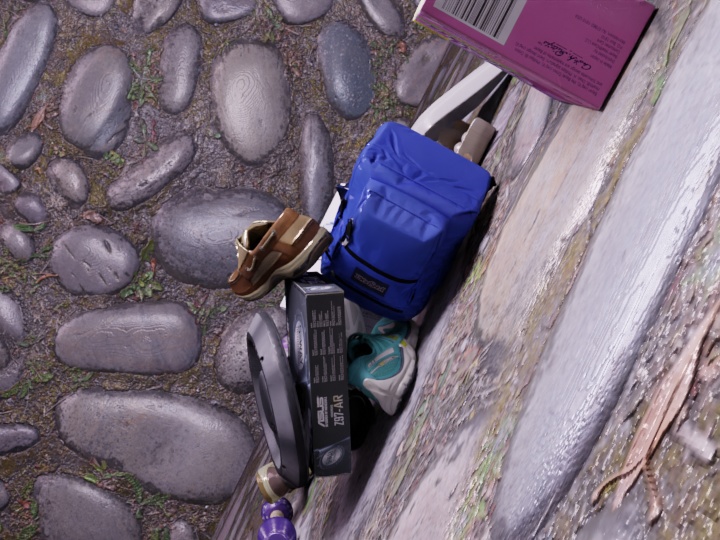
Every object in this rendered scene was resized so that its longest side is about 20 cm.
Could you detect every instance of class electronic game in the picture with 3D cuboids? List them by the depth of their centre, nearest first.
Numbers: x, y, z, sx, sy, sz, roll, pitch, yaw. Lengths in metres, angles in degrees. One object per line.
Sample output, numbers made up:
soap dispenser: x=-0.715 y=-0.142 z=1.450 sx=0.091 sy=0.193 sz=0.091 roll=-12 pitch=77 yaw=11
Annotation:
electronic game: x=-0.092 y=0.146 z=1.043 sx=0.200 sy=0.041 sz=0.203 roll=167 pitch=90 yaw=-76

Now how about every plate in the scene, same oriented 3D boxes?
plate: x=0.138 y=-0.246 z=1.412 sx=0.199 sy=0.032 sz=0.200 roll=-41 pitch=-2 yaw=-18

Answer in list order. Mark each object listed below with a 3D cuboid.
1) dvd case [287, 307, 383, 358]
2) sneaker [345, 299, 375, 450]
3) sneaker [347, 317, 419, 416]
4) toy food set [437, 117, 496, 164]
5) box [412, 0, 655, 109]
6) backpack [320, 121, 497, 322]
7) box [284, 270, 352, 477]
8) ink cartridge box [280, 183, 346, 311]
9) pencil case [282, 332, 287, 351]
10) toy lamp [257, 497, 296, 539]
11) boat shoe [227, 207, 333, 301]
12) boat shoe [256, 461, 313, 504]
dvd case: x=-0.021 y=0.097 z=1.238 sx=0.202 sy=0.141 sz=0.018 roll=-63 pitch=36 yaw=14
sneaker: x=-0.010 y=0.124 z=1.136 sx=0.115 sy=0.074 sz=0.204 roll=171 pitch=97 yaw=-73
sneaker: x=0.022 y=0.093 z=1.070 sx=0.078 sy=0.079 sz=0.200 roll=-62 pitch=4 yaw=14
toy food set: x=0.128 y=-0.153 z=1.333 sx=0.145 sy=0.060 sz=0.200 roll=-63 pitch=4 yaw=7
box: x=0.146 y=-0.235 z=0.842 sx=0.098 sy=0.174 sz=0.200 roll=-62 pitch=5 yaw=13
backpack: x=0.034 y=-0.040 z=1.070 sx=0.168 sy=0.161 sz=0.201 roll=-52 pitch=-8 yaw=-48
box: x=-0.050 y=0.111 z=1.042 sx=0.160 sy=0.043 sz=0.204 roll=-148 pitch=55 yaw=-75
ink cartridge box: x=0.000 y=0.000 z=1.300 sx=0.085 sy=0.146 sz=0.202 roll=11 pitch=72 yaw=54
pencil case: x=-0.251 y=0.314 z=3.035 sx=0.085 sy=0.083 sz=0.202 roll=-6 pitch=57 yaw=57
toy lamp: x=-0.119 y=0.371 z=1.327 sx=0.059 sy=0.058 sz=0.200 roll=-64 pitch=3 yaw=-3
boat shoe: x=-0.106 y=-0.025 z=1.064 sx=0.199 sy=0.074 sz=0.076 roll=-28 pitch=23 yaw=53
boat shoe: x=-0.099 y=0.304 z=1.424 sx=0.065 sy=0.073 sz=0.201 roll=-23 pitch=-1 yaw=15
